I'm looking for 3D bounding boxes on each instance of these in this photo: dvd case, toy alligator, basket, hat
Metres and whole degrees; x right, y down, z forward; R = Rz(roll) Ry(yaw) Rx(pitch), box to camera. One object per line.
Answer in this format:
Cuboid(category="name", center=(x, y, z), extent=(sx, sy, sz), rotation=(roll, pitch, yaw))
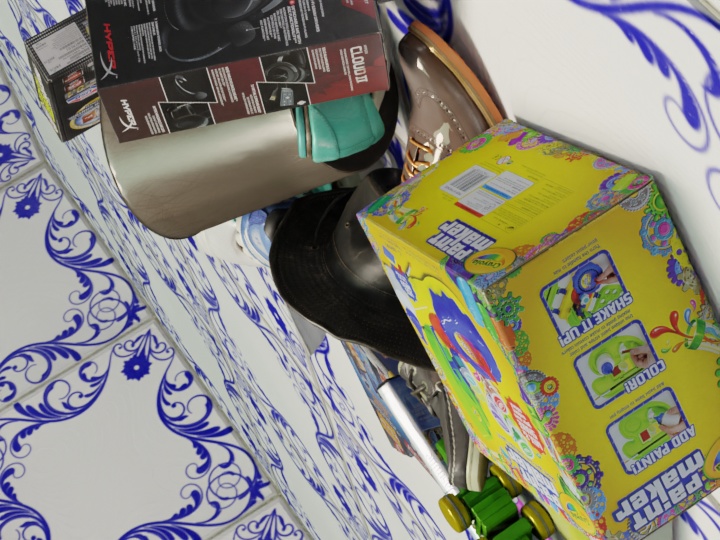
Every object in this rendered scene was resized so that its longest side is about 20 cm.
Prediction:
Cuboid(category="dvd case", center=(0.109, 0.159, 1.626), extent=(0.143, 0.018, 0.200), rotation=(-15, -112, -55))
Cuboid(category="toy alligator", center=(0.118, 0.210, 1.502), extent=(0.200, 0.059, 0.054), rotation=(53, 167, 21))
Cuboid(category="basket", center=(-0.080, -0.118, 1.497), extent=(0.200, 0.136, 0.181), rotation=(-3, 93, 45))
Cuboid(category="hat", center=(0.034, -0.021, 1.435), extent=(0.201, 0.200, 0.081), rotation=(51, 132, 33))

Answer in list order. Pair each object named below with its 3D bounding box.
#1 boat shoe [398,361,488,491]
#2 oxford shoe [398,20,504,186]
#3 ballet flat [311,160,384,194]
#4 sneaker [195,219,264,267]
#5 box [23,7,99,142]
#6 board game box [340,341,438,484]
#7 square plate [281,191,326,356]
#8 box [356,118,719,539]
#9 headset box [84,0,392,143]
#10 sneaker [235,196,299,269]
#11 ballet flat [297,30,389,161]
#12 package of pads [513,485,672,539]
Cuboid(category="boat shoe", center=(0.061, 0.072, 1.506), extent=(0.072, 0.066, 0.201), rotation=(84, -176, -62))
Cuboid(category="oxford shoe", center=(0.058, -0.072, 1.330), extent=(0.071, 0.073, 0.200), rotation=(42, 160, 54))
Cuboid(category="ballet flat", center=(-0.005, -0.063, 1.666), extent=(0.070, 0.067, 0.200), rotation=(35, 160, 30))
Cuboid(category="sneaker", center=(-0.134, -0.084, 1.916), extent=(0.088, 0.075, 0.200), rotation=(27, 152, 43))
Cuboid(category="box", center=(-0.188, -0.199, 1.737), extent=(0.044, 0.200, 0.160), rotation=(58, 168, 11))
Cuboid(category="board game box", center=(0.054, 0.120, 1.893), extent=(0.200, 0.062, 0.200), rotation=(48, 166, 44))
Cuboid(category="square plate", center=(-0.049, -0.054, 1.729), extent=(0.198, 0.028, 0.201), rotation=(71, -164, -63))
Cuboid(category="box", center=(0.120, 0.034, 1.217), extent=(0.193, 0.122, 0.200), rotation=(62, 169, -22))
Cuboid(category="headset box", center=(-0.073, -0.179, 1.279), extent=(0.077, 0.199, 0.149), rotation=(80, 178, -66))
Cuboid(category="sneaker", center=(0.000, 0.000, 1.575), extent=(0.200, 0.079, 0.089), rotation=(21, 180, -15))
Cuboid(category="ballet flat", center=(-0.018, -0.163, 1.356), extent=(0.067, 0.070, 0.201), rotation=(94, 169, -63))
Cuboid(category="package of pads", center=(0.164, 0.157, 1.495), extent=(0.155, 0.068, 0.200), rotation=(51, 166, 29))
